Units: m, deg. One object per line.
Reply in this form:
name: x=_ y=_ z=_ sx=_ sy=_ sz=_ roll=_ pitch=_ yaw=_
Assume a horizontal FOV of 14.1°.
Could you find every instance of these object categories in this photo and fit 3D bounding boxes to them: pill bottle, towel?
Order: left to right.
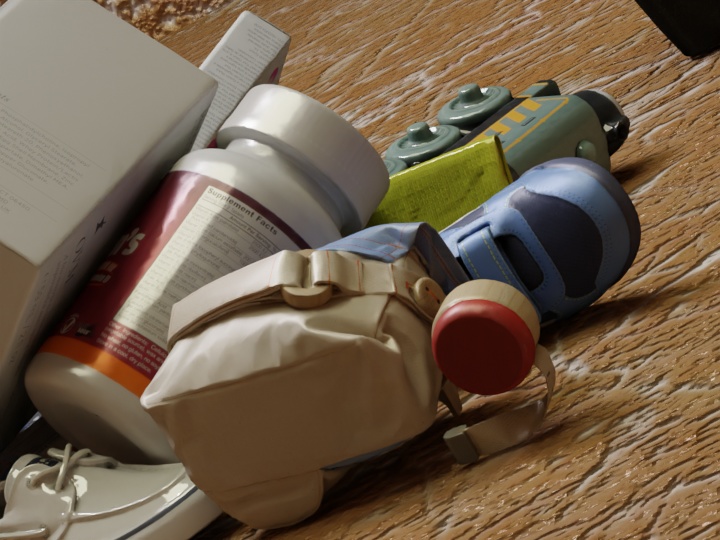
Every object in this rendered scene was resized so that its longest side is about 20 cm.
pill bottle: x=-0.075 y=0.009 z=1.494 sx=0.200 sy=0.110 sz=0.109 roll=-56 pitch=22 yaw=-20
towel: x=0.000 y=0.000 z=1.562 sx=0.199 sy=0.087 sz=0.018 roll=-21 pitch=-6 yaw=28

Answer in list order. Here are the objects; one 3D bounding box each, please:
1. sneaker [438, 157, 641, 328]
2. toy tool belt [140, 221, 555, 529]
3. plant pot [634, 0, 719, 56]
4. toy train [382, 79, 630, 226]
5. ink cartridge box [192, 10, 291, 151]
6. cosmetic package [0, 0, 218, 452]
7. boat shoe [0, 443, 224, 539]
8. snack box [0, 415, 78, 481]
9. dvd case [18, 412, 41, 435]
sneaker: x=0.054 y=0.011 z=1.431 sx=0.200 sy=0.074 sz=0.082 roll=-30 pitch=4 yaw=40
toy tool belt: x=0.004 y=0.029 z=1.344 sx=0.199 sy=0.125 sz=0.123 roll=-21 pitch=22 yaw=28
plant pot: x=0.234 y=-0.256 z=1.906 sx=0.199 sy=0.178 sz=0.200 roll=-27 pitch=12 yaw=9
toy train: x=0.069 y=-0.046 z=1.637 sx=0.114 sy=0.086 sz=0.200 roll=-1 pitch=25 yaw=41
ink cartridge box: x=-0.122 y=-0.033 z=1.808 sx=0.200 sy=0.043 sz=0.197 roll=-56 pitch=-8 yaw=-35
cosmetic package: x=-0.194 y=-0.014 z=1.533 sx=0.200 sy=0.123 sz=0.200 roll=-53 pitch=-7 yaw=-49
boat shoe: x=-0.150 y=0.121 z=1.435 sx=0.199 sy=0.066 sz=0.074 roll=-21 pitch=13 yaw=33
snack box: x=-0.206 y=0.130 z=1.564 sx=0.200 sy=0.024 sz=0.072 roll=-41 pitch=16 yaw=-19
dvd case: x=-0.137 y=0.071 z=1.727 sx=0.150 sy=0.025 sz=0.200 roll=-16 pitch=16 yaw=47
